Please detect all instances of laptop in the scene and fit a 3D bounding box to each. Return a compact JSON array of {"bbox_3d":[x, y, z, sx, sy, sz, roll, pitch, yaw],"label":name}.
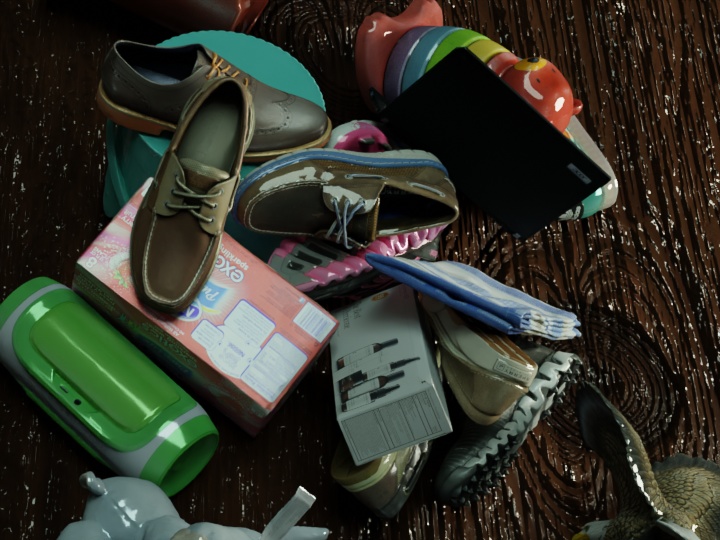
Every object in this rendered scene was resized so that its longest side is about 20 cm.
[{"bbox_3d":[0.109,-0.122,1.649,0.177,0.103,0.200,41,10,-12],"label":"laptop"}]

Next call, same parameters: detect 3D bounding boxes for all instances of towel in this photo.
[{"bbox_3d":[0.098,0.019,1.559,0.147,0.024,0.200,25,6,20],"label":"towel"}]

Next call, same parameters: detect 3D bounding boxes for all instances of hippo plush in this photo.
[{"bbox_3d":[-0.155,0.208,1.377,0.161,0.159,0.200,28,69,23],"label":"hippo plush"}]

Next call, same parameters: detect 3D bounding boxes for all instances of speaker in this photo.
[{"bbox_3d":[-0.209,0.094,1.503,0.200,0.088,0.088,40,53,18],"label":"speaker"}]

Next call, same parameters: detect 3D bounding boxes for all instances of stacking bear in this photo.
[{"bbox_3d":[0.108,-0.173,1.739,0.200,0.114,0.121,21,31,33],"label":"stacking bear"}]

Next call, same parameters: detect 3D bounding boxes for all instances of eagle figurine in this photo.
[{"bbox_3d":[0.234,0.191,1.515,0.151,0.152,0.200,5,53,16],"label":"eagle figurine"}]

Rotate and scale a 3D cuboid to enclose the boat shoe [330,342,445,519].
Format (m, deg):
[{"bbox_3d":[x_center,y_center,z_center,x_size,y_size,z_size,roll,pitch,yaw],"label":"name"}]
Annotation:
[{"bbox_3d":[0.031,0.133,1.549,0.065,0.073,0.200,60,33,-19],"label":"boat shoe"}]

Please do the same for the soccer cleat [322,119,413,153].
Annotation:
[{"bbox_3d":[-0.001,-0.104,1.680,0.086,0.070,0.200,39,10,24],"label":"soccer cleat"}]

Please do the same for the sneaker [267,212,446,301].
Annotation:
[{"bbox_3d":[0.000,0.000,1.621,0.200,0.095,0.079,-23,46,-36],"label":"sneaker"}]

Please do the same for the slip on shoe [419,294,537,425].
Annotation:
[{"bbox_3d":[0.089,0.068,1.536,0.076,0.061,0.200,22,11,-22],"label":"slip on shoe"}]

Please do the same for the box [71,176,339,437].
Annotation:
[{"bbox_3d":[-0.130,0.032,1.531,0.200,0.095,0.103,37,68,2],"label":"box"}]

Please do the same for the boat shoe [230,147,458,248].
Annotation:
[{"bbox_3d":[-0.009,-0.059,1.560,0.200,0.072,0.072,-10,40,-21],"label":"boat shoe"}]

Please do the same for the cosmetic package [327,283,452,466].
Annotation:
[{"bbox_3d":[0.021,0.079,1.521,0.083,0.051,0.200,-19,23,4],"label":"cosmetic package"}]

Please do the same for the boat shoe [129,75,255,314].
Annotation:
[{"bbox_3d":[-0.134,-0.065,1.468,0.076,0.072,0.200,15,77,-6],"label":"boat shoe"}]

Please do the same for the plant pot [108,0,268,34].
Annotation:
[{"bbox_3d":[-0.175,-0.318,1.785,0.195,0.201,0.201,30,51,0],"label":"plant pot"}]

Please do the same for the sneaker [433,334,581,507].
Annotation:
[{"bbox_3d":[0.103,0.122,1.578,0.090,0.066,0.200,30,49,18],"label":"sneaker"}]

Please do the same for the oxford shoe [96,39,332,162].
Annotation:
[{"bbox_3d":[-0.119,-0.144,1.548,0.200,0.073,0.071,10,51,-7],"label":"oxford shoe"}]

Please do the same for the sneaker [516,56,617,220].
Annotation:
[{"bbox_3d":[0.160,-0.129,1.786,0.080,0.071,0.200,-20,61,-32],"label":"sneaker"}]

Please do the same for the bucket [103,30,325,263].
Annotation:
[{"bbox_3d":[-0.129,-0.106,1.651,0.207,0.135,0.207,7,51,-9],"label":"bucket"}]
